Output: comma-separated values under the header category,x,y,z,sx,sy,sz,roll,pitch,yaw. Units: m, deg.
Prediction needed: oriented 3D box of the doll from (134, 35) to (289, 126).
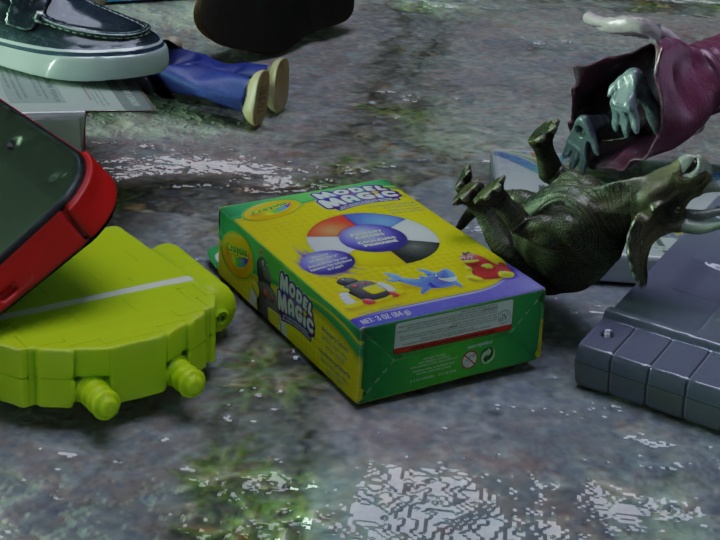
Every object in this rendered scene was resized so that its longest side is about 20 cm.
category,x,y,z,sx,sy,sz,roll,pitch,yaw
doll,-0.162,-0.155,1.173,0.198,0.049,0.136,12,24,17

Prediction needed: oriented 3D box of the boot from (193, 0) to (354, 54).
category,x,y,z,sx,sy,sz,roll,pitch,yaw
boot,-0.091,-0.231,1.355,0.075,0.074,0.199,-3,12,36

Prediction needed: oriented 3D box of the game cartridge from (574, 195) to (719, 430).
category,x,y,z,sx,sy,sz,roll,pitch,yaw
game cartridge,0.217,0.021,0.821,0.129,0.039,0.200,13,33,30

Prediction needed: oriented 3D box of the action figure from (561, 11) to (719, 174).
category,x,y,z,sx,sy,sz,roll,pitch,yaw
action figure,0.228,-0.135,1.030,0.199,0.150,0.134,-23,27,-23

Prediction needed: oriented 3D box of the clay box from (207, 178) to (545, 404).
category,x,y,z,sx,sy,sz,roll,pitch,yaw
clay box,0.000,0.000,0.845,0.114,0.048,0.200,-11,29,-27

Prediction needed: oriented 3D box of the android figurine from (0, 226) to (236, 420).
category,x,y,z,sx,sy,sz,roll,pitch,yaw
android figurine,-0.152,0.023,0.781,0.181,0.041,0.200,-13,28,-34

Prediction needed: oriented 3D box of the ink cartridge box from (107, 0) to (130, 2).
category,x,y,z,sx,sy,sz,roll,pitch,yaw
ink cartridge box,-0.250,-0.357,1.521,0.128,0.126,0.200,-9,27,-27

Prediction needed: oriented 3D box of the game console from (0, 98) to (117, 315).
category,x,y,z,sx,sy,sz,roll,pitch,yaw
game console,-0.230,-0.018,0.772,0.177,0.031,0.200,-45,42,-14

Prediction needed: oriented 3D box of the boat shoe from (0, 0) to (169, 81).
category,x,y,z,sx,sy,sz,roll,pitch,yaw
boat shoe,-0.216,-0.180,0.962,0.199,0.092,0.071,12,23,12

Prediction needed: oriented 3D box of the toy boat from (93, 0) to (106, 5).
category,x,y,z,sx,sy,sz,roll,pitch,yaw
toy boat,-0.293,-0.226,1.158,0.199,0.131,0.131,8,51,33

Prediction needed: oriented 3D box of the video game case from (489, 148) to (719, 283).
category,x,y,z,sx,sy,sz,roll,pitch,yaw
video game case,0.187,-0.036,0.988,0.198,0.022,0.183,4,24,0

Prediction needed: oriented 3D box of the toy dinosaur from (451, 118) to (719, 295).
category,x,y,z,sx,sy,sz,roll,pitch,yaw
toy dinosaur,0.103,-0.020,0.834,0.077,0.102,0.200,-50,12,-31

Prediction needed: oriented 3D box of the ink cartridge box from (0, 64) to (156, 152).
category,x,y,z,sx,sy,sz,roll,pitch,yaw
ink cartridge box,-0.238,-0.094,0.979,0.174,0.085,0.200,-4,25,-20
